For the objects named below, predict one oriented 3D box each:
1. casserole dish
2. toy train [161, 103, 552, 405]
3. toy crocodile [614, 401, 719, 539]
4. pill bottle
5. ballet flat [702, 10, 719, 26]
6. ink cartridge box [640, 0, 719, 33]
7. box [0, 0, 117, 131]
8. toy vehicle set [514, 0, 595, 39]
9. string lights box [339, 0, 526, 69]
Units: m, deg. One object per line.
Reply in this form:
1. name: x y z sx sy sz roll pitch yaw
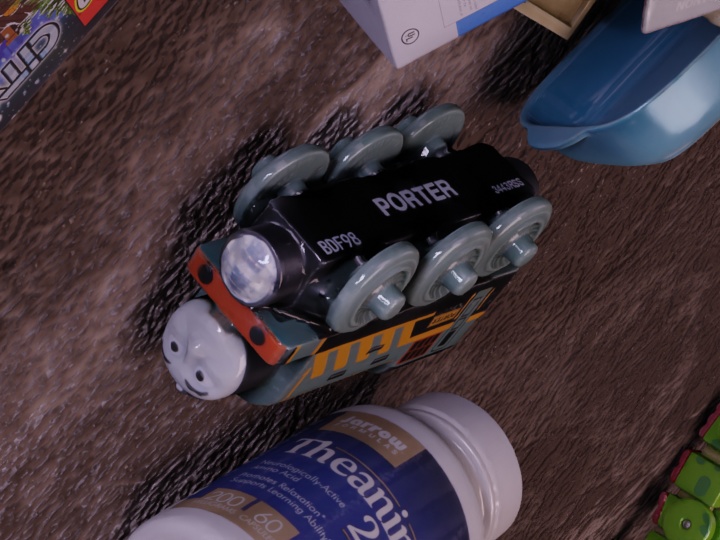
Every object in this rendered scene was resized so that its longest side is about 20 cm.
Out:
1. casserole dish: 0.159 -0.112 1.091 0.200 0.039 0.121 -46 -160 -14
2. toy train: 0.000 0.000 0.995 0.200 0.085 0.114 -20 151 -53
3. toy crocodile: 0.263 0.152 1.783 0.200 0.062 0.068 -58 158 3
4. pill bottle: -0.012 0.130 1.121 0.200 0.111 0.111 -27 148 -47
5. ballet flat: 0.179 -0.171 1.034 0.200 0.069 0.070 -54 165 -43
6. ink cartridge box: 0.188 -0.200 0.937 0.200 0.044 0.174 -19 136 -25
7. box: -0.153 -0.053 0.658 0.200 0.038 0.137 -49 158 -6
8. toy vehicle set: 0.078 -0.169 0.953 0.124 0.027 0.200 -55 158 8
9. string lights box: 0.077 -0.163 0.809 0.200 0.059 0.103 -28 138 -10
